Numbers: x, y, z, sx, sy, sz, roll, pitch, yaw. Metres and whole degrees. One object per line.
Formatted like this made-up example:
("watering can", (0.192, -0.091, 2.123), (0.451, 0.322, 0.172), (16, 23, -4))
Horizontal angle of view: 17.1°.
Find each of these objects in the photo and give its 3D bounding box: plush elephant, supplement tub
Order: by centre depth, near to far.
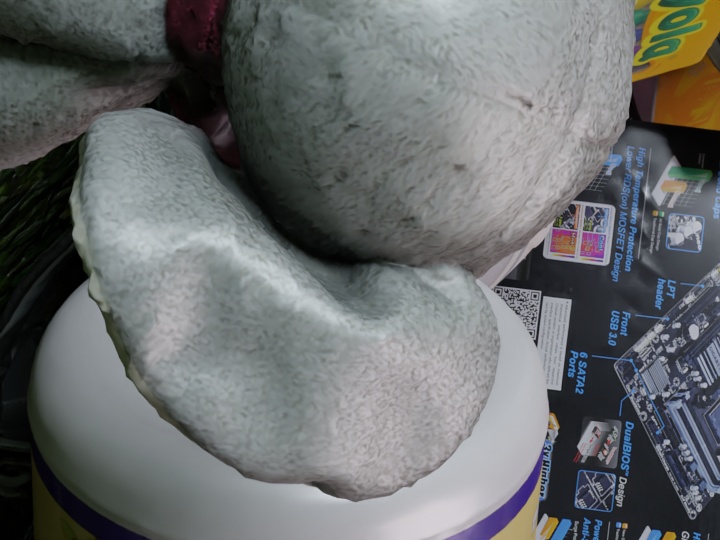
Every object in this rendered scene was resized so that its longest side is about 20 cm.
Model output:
("plush elephant", (-0.010, -0.059, 0.414), (0.165, 0.155, 0.200), (-52, 174, 11))
("supplement tub", (-0.023, 0.104, 0.697), (0.145, 0.144, 0.201), (-43, 142, -50))

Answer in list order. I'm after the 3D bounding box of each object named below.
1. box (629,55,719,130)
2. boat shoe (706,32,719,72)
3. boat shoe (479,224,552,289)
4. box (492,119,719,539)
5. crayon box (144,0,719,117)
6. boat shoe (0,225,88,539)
("box", (0.106, -0.086, 0.979), (0.041, 0.120, 0.201), (-20, 145, -11))
("boat shoe", (0.132, -0.139, 0.827), (0.072, 0.201, 0.068), (-27, 151, 34))
("boat shoe", (0.000, 0.000, 0.794), (0.069, 0.072, 0.200), (-45, 180, -44))
("box", (0.109, 0.047, 0.873), (0.050, 0.197, 0.202), (54, 42, -84))
("crayon box", (0.040, -0.085, 0.659), (0.199, 0.052, 0.126), (-18, 164, -12))
("boat shoe", (-0.102, 0.040, 0.775), (0.071, 0.072, 0.201), (-15, 143, -50))
